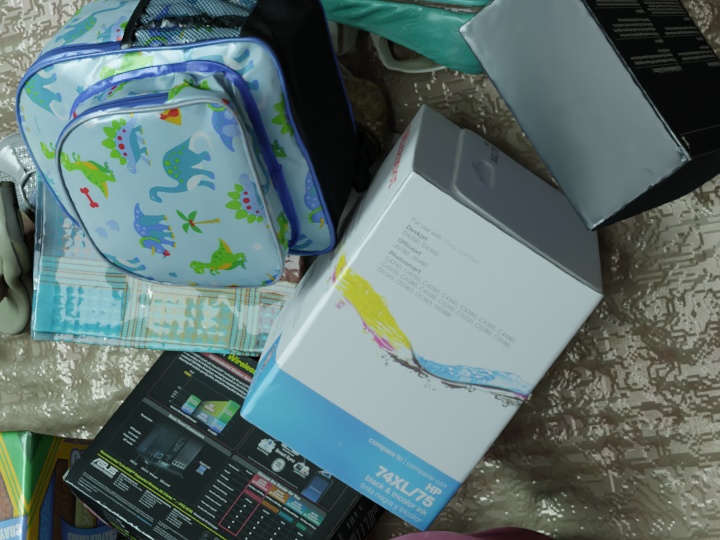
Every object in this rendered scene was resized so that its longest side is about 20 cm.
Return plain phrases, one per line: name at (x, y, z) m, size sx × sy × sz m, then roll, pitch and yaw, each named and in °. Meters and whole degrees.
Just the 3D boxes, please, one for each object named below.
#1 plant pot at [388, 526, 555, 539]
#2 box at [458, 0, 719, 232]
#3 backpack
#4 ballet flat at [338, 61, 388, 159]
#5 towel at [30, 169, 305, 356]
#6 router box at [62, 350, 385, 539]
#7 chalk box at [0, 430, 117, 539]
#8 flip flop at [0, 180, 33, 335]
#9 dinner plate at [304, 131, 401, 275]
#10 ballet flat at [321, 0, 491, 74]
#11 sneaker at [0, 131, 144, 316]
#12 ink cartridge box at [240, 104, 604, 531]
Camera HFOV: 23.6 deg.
plant pot at (0.074, 0.252, 1.112) m, size 0.198 × 0.179 × 0.203 m, roll 5°, pitch 102°, yaw 25°
box at (0.157, -0.111, 1.034) m, size 0.079 × 0.200 × 0.142 m, roll -39°, pitch 80°, yaw 25°
backpack at (-0.116, -0.085, 1.098) m, size 0.198 × 0.148 × 0.184 m, roll 1°, pitch 130°, yaw 25°
ballet flat at (-0.069, -0.137, 1.187) m, size 0.199 × 0.066 × 0.071 m, roll 27°, pitch 147°, yaw -13°
towel at (-0.137, -0.016, 1.222) m, size 0.197 × 0.022 × 0.149 m, roll 5°, pitch 98°, yaw 6°
router box at (-0.088, 0.147, 1.220) m, size 0.199 × 0.062 × 0.150 m, roll 29°, pitch 70°, yaw 25°
chalk box at (-0.266, 0.228, 1.310) m, size 0.124 × 0.124 × 0.203 m, roll -6°, pitch 77°, yaw 26°
flip flop at (-0.277, -0.006, 1.292) m, size 0.057 × 0.200 × 0.082 m, roll -17°, pitch 76°, yaw -15°
dinner plate at (0.000, 0.000, 1.230) m, size 0.198 × 0.024 × 0.203 m, roll 4°, pitch 99°, yaw 25°
ballet flat at (0.006, -0.174, 1.177) m, size 0.198 × 0.067 × 0.071 m, roll 19°, pitch 120°, yaw 24°
sneaker at (-0.206, -0.038, 1.290) m, size 0.199 × 0.082 × 0.075 m, roll 37°, pitch 112°, yaw 16°
ink cartridge box at (0.042, 0.027, 1.118) m, size 0.145 × 0.147 × 0.201 m, roll 32°, pitch 111°, yaw -7°
